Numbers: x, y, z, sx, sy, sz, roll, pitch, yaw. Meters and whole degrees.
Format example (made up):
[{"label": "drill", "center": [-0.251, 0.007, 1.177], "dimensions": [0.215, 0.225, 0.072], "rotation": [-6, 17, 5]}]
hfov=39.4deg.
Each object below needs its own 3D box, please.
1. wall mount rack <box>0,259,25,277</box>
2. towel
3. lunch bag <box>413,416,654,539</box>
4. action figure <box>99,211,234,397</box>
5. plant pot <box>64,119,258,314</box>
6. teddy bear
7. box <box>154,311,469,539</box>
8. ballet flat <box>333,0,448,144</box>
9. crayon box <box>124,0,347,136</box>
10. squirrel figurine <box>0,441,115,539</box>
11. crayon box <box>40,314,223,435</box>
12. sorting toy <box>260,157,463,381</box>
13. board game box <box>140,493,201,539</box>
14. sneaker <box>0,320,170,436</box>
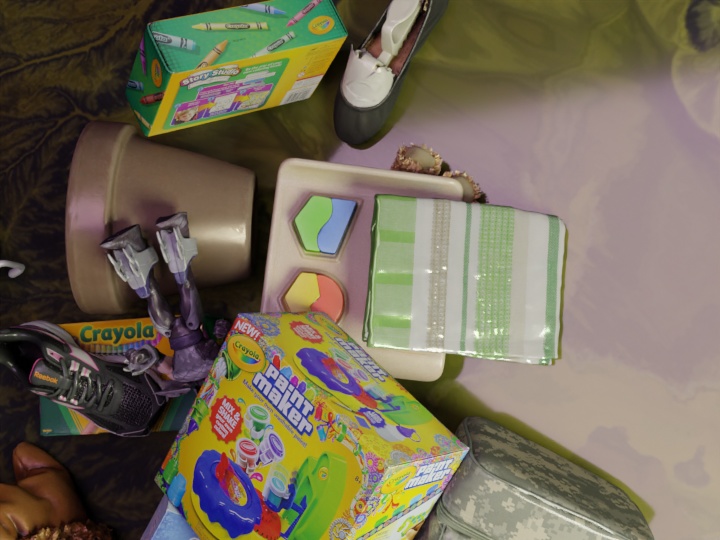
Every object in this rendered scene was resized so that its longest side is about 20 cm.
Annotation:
[{"label": "wall mount rack", "center": [-0.492, -0.021, 1.177], "dimensions": [0.173, 0.075, 0.201], "rotation": [-25, 78, 9]}, {"label": "towel", "center": [0.100, 0.009, 0.963], "dimensions": [0.199, 0.031, 0.150], "rotation": [6, 84, -18]}, {"label": "lunch bag", "center": [0.143, 0.256, 0.907], "dimensions": [0.199, 0.139, 0.168], "rotation": [26, 104, -4]}, {"label": "action figure", "center": [-0.172, 0.050, 0.953], "dimensions": [0.129, 0.069, 0.201], "rotation": [-18, 103, 6]}, {"label": "plant pot", "center": [-0.196, -0.052, 1.046], "dimensions": [0.173, 0.200, 0.202], "rotation": [2, 84, -2]}, {"label": "teddy bear", "center": [0.035, -0.034, 1.028], "dimensions": [0.144, 0.067, 0.201], "rotation": [20, 88, 1]}, {"label": "box", "center": [-0.048, 0.171, 0.884], "dimensions": [0.200, 0.122, 0.193], "rotation": [41, 112, 31]}, {"label": "ballet flat", "center": [0.022, -0.228, 1.044], "dimensions": [0.068, 0.068, 0.201], "rotation": [29, 93, 17]}, {"label": "crayon box", "center": [-0.124, -0.207, 1.007], "dimensions": [0.199, 0.119, 0.059], "rotation": [-19, 76, -30]}, {"label": "squirrel figurine", "center": [-0.361, 0.286, 1.041], "dimensions": [0.199, 0.187, 0.142], "rotation": [27, 92, 17]}, {"label": "crayon box", "center": [-0.245, 0.113, 1.084], "dimensions": [0.199, 0.058, 0.120], "rotation": [-5, 83, 16]}, {"label": "sorting toy", "center": [0.000, 0.000, 0.974], "dimensions": [0.184, 0.036, 0.201], "rotation": [7, 90, -1]}, {"label": "board game box", "center": [-0.135, 0.328, 0.969], "dimensions": [0.198, 0.043, 0.201], "rotation": [24, 109, -14]}, {"label": "sneaker", "center": [-0.293, 0.113, 1.015], "dimensions": [0.199, 0.086, 0.081], "rotation": [19, 91, 17]}]
